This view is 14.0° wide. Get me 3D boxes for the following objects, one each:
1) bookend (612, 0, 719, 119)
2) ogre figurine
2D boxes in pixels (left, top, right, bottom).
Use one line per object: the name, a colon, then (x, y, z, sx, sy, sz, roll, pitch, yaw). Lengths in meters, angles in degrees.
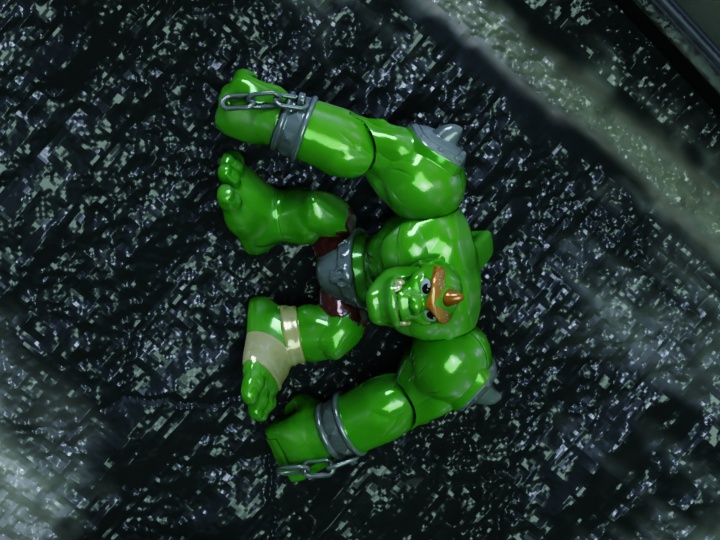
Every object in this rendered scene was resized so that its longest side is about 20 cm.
bookend: (0.193, -0.197, 1.384, 0.200, 0.092, 0.199, -43, 105, 2)
ogre figurine: (0.000, 0.000, 1.406, 0.120, 0.098, 0.200, -5, 89, 11)
